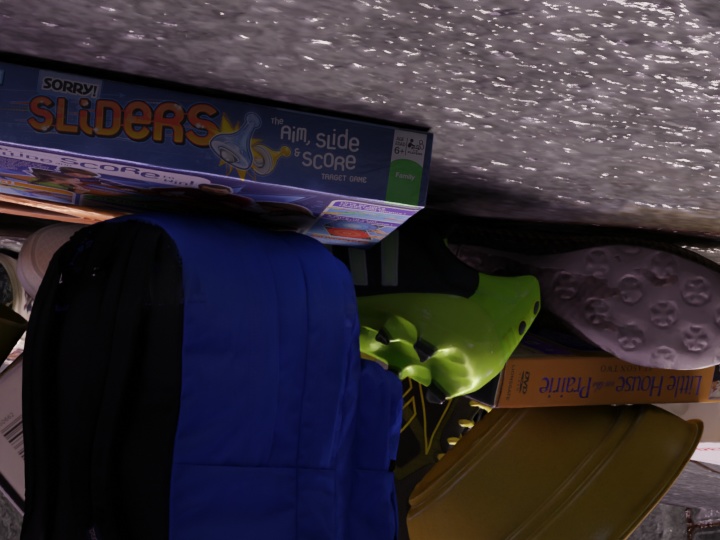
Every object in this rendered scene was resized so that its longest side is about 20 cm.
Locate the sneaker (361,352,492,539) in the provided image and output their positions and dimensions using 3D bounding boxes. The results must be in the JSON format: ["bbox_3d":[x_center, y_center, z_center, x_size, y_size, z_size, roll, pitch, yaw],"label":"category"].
[{"bbox_3d":[0.041,0.086,1.192,0.084,0.201,0.075,-6,153,13],"label":"sneaker"}]

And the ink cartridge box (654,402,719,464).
[{"bbox_3d":[0.269,0.082,1.249,0.199,0.086,0.146,14,169,-27],"label":"ink cartridge box"}]

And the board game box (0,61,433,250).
[{"bbox_3d":[-0.079,-0.048,0.899,0.199,0.035,0.135,9,172,-9],"label":"board game box"}]

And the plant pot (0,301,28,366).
[{"bbox_3d":[-0.333,0.079,1.255,0.187,0.201,0.187,28,179,0],"label":"plant pot"}]

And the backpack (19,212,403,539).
[{"bbox_3d":[-0.070,0.075,0.932,0.167,0.201,0.162,1,176,-39],"label":"backpack"}]

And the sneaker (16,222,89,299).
[{"bbox_3d":[-0.102,0.002,1.188,0.199,0.075,0.081,12,150,1],"label":"sneaker"}]

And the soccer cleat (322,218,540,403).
[{"bbox_3d":[0.000,0.000,1.013,0.200,0.081,0.068,27,144,34],"label":"soccer cleat"}]

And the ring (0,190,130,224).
[{"bbox_3d":[-0.207,-0.046,1.046,0.200,0.019,0.200,8,177,0],"label":"ring"}]

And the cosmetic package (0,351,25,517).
[{"bbox_3d":[-0.166,0.077,1.274,0.087,0.103,0.200,-38,-175,16],"label":"cosmetic package"}]

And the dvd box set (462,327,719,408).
[{"bbox_3d":[0.101,0.041,1.112,0.199,0.030,0.146,2,-167,-40],"label":"dvd box set"}]

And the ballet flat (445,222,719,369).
[{"bbox_3d":[0.104,0.007,1.039,0.199,0.068,0.046,7,-161,15],"label":"ballet flat"}]

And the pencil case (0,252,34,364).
[{"bbox_3d":[-0.206,0.044,1.480,0.089,0.078,0.200,35,-169,39],"label":"pencil case"}]

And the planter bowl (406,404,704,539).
[{"bbox_3d":[0.085,0.122,1.101,0.083,0.200,0.200,46,169,0],"label":"planter bowl"}]
